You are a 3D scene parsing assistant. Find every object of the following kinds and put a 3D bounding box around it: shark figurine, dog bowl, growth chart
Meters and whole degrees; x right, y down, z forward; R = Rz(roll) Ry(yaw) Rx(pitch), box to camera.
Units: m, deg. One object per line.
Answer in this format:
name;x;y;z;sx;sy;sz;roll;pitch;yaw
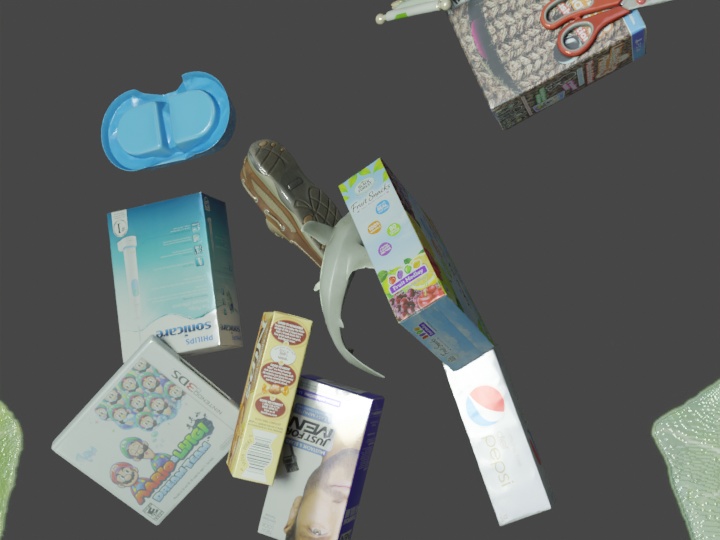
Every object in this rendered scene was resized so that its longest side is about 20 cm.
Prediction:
shark figurine;-0.010;0.016;1.164;0.088;0.127;0.220;-1;81;39
dog bowl;-0.261;-0.200;1.313;0.196;0.049;0.114;-13;81;15
growth chart;0.120;-0.368;1.155;0.200;0.018;0.143;-48;32;-22

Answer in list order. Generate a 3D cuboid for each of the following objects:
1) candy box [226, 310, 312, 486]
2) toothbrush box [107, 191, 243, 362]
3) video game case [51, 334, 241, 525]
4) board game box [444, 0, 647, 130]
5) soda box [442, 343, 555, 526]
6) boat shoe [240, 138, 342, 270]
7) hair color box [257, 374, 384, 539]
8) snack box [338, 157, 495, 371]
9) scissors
candy box;-0.115;0.155;1.186;0.054;0.115;0.204;16;84;-11
toothbrush box;-0.247;0.014;1.268;0.143;0.085;0.205;-12;81;14
video game case;-0.267;0.211;1.235;0.182;0.024;0.200;42;98;-20
board game box;0.221;-0.296;1.149;0.197;0.097;0.162;-27;77;13
soda box;0.165;0.193;1.135;0.067;0.064;0.204;-22;78;13
boat shoe;-0.086;-0.076;1.243;0.202;0.075;0.072;55;134;6
hair color box;-0.049;0.244;1.196;0.107;0.065;0.204;14;90;17
snack box;0.066;-0.004;1.102;0.067;0.169;0.202;-30;56;12
scissors;0.301;-0.306;1.066;0.197;0.014;0.075;-23;77;15
